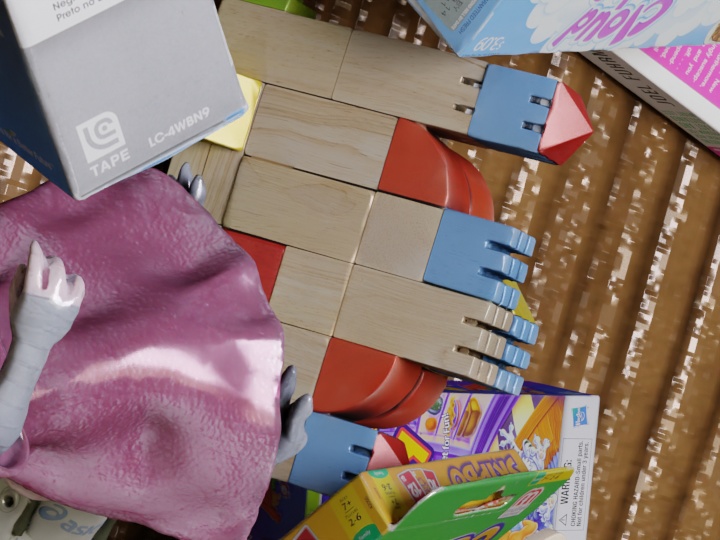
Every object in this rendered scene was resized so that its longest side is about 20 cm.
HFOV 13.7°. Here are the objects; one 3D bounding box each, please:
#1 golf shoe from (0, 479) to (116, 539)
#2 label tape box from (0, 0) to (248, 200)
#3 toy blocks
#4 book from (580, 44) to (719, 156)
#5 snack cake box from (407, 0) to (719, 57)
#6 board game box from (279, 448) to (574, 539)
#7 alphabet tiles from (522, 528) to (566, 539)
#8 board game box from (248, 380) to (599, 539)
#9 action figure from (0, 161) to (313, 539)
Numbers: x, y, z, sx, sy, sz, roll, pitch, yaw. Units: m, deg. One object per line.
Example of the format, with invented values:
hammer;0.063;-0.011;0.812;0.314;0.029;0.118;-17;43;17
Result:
golf shoe;-0.120;0.087;0.972;0.078;0.097;0.201;3;95;-39
label tape box;-0.114;-0.137;0.849;0.066;0.143;0.200;-27;124;-20
toy blocks;0.000;0.000;1.005;0.100;0.136;0.201;25;82;-68
book;0.141;-0.127;1.173;0.200;0.048;0.134;34;78;-33
snack cake box;0.097;-0.136;1.011;0.200;0.067;0.115;-9;143;-55
board game box;-0.023;0.117;0.991;0.095;0.200;0.030;-3;59;-57
alphabet tiles;0.021;0.190;1.037;0.200;0.015;0.196;-21;126;-49
board game box;0.015;0.141;1.110;0.134;0.045;0.201;3;94;-37
action figure;-0.122;0.034;0.865;0.200;0.134;0.149;-15;126;-36
